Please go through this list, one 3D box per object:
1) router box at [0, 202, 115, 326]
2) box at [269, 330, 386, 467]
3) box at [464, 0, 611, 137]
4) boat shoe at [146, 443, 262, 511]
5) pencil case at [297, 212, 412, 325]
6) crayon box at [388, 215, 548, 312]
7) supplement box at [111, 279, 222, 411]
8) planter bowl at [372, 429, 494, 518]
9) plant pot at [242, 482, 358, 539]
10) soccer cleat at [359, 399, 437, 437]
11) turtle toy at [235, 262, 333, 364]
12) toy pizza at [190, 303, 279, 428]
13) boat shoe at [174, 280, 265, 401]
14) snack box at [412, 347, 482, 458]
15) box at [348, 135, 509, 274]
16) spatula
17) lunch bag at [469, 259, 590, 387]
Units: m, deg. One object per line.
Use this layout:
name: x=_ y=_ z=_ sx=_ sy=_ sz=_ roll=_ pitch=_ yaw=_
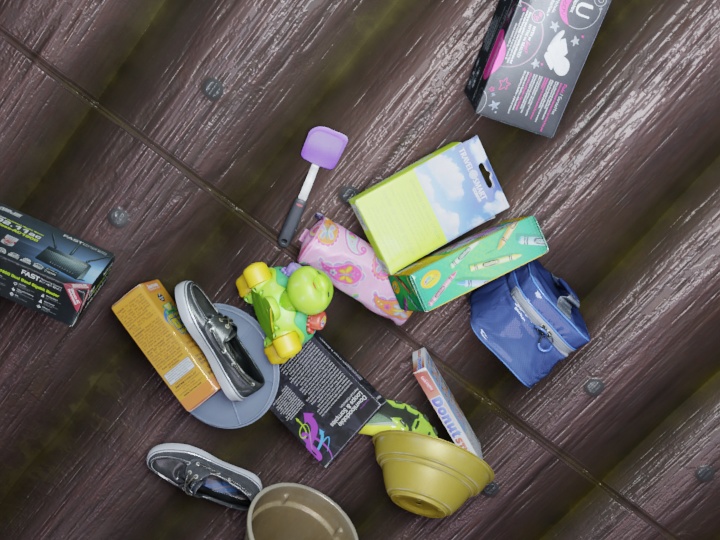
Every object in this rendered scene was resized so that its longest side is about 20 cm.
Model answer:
router box: x=-0.476 y=-0.013 z=1.380 sx=0.200 sy=0.150 sz=0.062 roll=25 pitch=111 yaw=-8
box: x=-0.075 y=0.183 z=1.462 sx=0.200 sy=0.036 sz=0.143 roll=45 pitch=109 yaw=13
box: x=0.231 y=-0.297 z=1.247 sx=0.114 sy=0.132 sz=0.201 roll=18 pitch=112 yaw=-9
boat shoe: x=-0.260 y=0.347 z=1.559 sx=0.199 sy=0.066 sz=0.070 roll=24 pitch=111 yaw=-7
pencil case: x=0.000 y=0.000 z=1.402 sx=0.200 sy=0.087 sz=0.088 roll=31 pitch=110 yaw=-10
crayon box: x=0.149 y=-0.009 z=1.332 sx=0.200 sy=0.119 sz=0.058 roll=-25 pitch=95 yaw=-12
supplement box: x=-0.286 y=0.112 z=1.438 sx=0.069 sy=0.067 sz=0.200 roll=-39 pitch=88 yaw=15
planter bowl: x=0.100 y=0.328 z=1.468 sx=0.200 sy=0.084 sz=0.201 roll=17 pitch=152 yaw=9
plant pot: x=-0.129 y=0.487 z=1.556 sx=0.200 sy=0.201 sz=0.184 roll=27 pitch=121 yaw=-8
soccer cleat: x=0.035 y=0.243 z=1.517 sx=0.200 sy=0.065 sz=0.084 roll=30 pitch=133 yaw=-12
turtle toy: x=-0.101 y=0.048 z=1.362 sx=0.101 sy=0.200 sz=0.146 roll=-22 pitch=85 yaw=-19
toy pizza: x=-0.214 y=0.148 z=1.477 sx=0.199 sy=0.032 sz=0.201 roll=4 pitch=101 yaw=20
boat shoe: x=-0.208 y=0.099 z=1.416 sx=0.056 sy=0.069 sz=0.200 roll=-25 pitch=97 yaw=19
snack box: x=0.138 y=0.219 z=1.488 sx=0.024 sy=0.072 sz=0.200 roll=-26 pitch=108 yaw=13
box: x=0.098 y=-0.095 z=1.348 sx=0.200 sy=0.048 sz=0.122 roll=-29 pitch=104 yaw=-9
spatula: x=-0.080 y=-0.120 z=1.390 sx=0.056 sy=0.021 sz=0.200 roll=22 pitch=112 yaw=-8
lunch bag: x=0.246 y=0.062 z=1.353 sx=0.132 sy=0.200 sz=0.136 roll=-42 pitch=99 yaw=14
